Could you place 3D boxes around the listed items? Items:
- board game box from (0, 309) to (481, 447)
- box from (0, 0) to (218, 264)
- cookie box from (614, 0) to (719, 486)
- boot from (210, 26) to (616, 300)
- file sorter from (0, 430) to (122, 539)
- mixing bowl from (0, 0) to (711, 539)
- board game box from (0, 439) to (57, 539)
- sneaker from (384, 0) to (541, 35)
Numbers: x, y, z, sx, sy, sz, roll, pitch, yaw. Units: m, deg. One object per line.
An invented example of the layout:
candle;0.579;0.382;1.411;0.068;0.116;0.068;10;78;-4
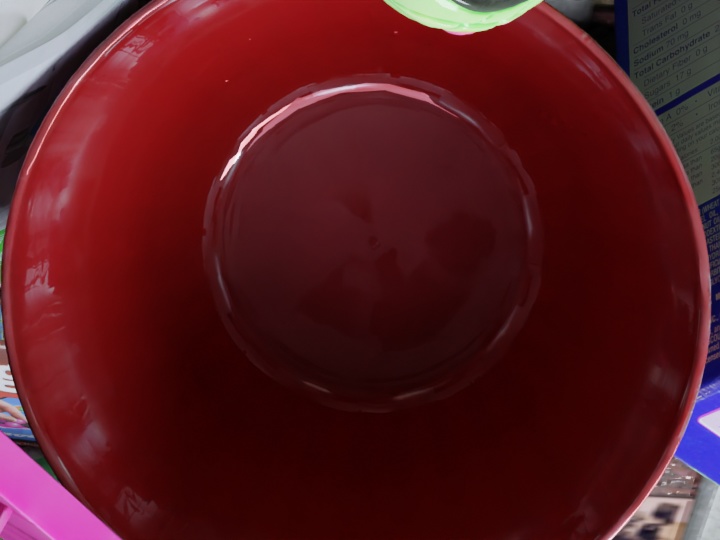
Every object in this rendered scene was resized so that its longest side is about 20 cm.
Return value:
board game box;-0.062;0.042;0.954;0.200;0.019;0.103;6;157;2
box;-0.115;-0.078;0.847;0.176;0.097;0.200;-26;162;-37
cookie box;0.162;-0.011;0.921;0.075;0.200;0.171;-27;135;35
boot;0.018;0.000;0.993;0.200;0.070;0.132;-17;147;-21
file sorter;-0.164;0.074;0.726;0.139;0.125;0.200;26;166;25
mixing bowl;0.000;0.000;0.841;0.200;0.108;0.200;0;99;3
board game box;-0.101;0.062;1.033;0.095;0.200;0.030;-4;116;-18
sneaker;0.078;-0.140;0.763;0.077;0.200;0.084;41;152;5
